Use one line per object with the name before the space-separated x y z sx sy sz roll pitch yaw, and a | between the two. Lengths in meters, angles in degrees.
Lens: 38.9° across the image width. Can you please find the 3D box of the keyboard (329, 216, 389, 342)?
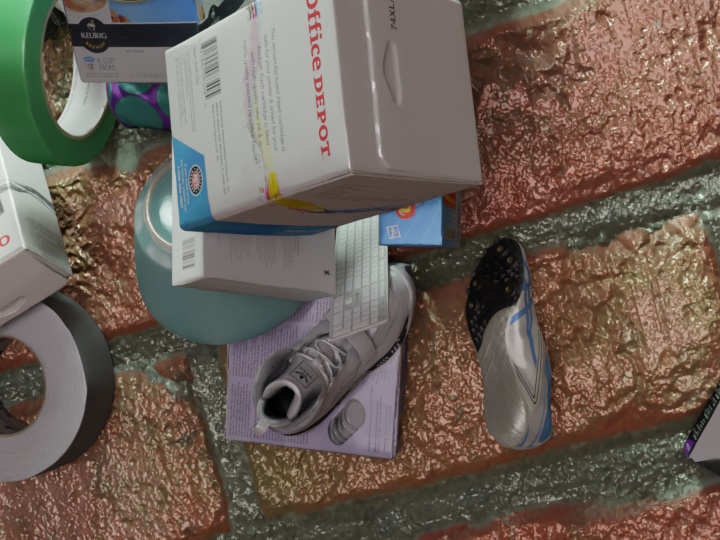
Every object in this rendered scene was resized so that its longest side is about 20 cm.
keyboard | 0.000 0.000 0.957 0.055 0.201 0.011 -15 120 10

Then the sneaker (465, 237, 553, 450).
sneaker | 0.148 0.070 0.985 0.071 0.072 0.204 -13 74 41

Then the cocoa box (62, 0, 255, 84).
cocoa box | -0.182 -0.278 0.965 0.131 0.201 0.133 3 124 12

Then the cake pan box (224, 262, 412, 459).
cake pan box | -0.043 0.079 1.031 0.181 0.052 0.204 2 91 11

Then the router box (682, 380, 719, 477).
router box | 0.417 0.153 0.921 0.198 0.051 0.151 30 99 11

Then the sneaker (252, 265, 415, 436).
sneaker | -0.026 0.079 0.942 0.075 0.115 0.200 42 98 9

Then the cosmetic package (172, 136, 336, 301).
cosmetic package | -0.091 -0.081 0.890 0.051 0.149 0.204 -13 74 46

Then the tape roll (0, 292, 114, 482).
tape roll | -0.369 0.121 1.100 0.197 0.066 0.204 0 92 13

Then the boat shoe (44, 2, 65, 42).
boat shoe | -0.394 -0.329 1.100 0.200 0.074 0.060 44 95 1

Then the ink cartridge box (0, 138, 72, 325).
ink cartridge box | -0.398 -0.049 1.057 0.144 0.085 0.202 -30 62 8

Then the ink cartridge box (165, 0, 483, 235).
ink cartridge box | -0.032 -0.118 0.780 0.198 0.145 0.150 -12 81 45

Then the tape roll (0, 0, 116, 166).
tape roll | -0.299 -0.206 1.010 0.047 0.200 0.204 6 92 12

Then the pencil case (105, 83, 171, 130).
pencil case | -0.157 -0.187 1.036 0.196 0.085 0.094 3 107 13

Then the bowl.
bowl | -0.138 -0.043 0.983 0.197 0.105 0.204 -4 61 8

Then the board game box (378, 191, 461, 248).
board game box | 0.059 -0.120 0.927 0.055 0.200 0.200 1 91 10
